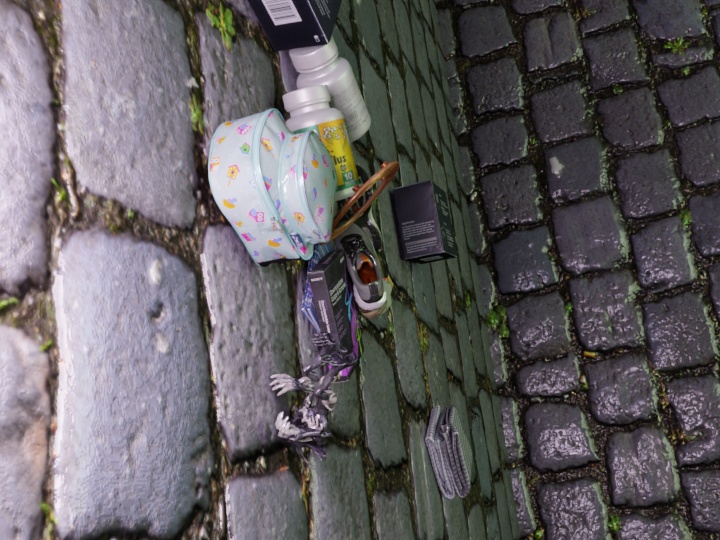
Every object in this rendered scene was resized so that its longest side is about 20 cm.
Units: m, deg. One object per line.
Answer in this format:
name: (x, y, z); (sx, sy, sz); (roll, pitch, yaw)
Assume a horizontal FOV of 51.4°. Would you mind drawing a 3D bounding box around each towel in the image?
towel: (-0.068, 0.034, 1.358); (0.145, 0.024, 0.201); (65, 23, -46)
towel: (0.241, 0.472, 1.969); (0.166, 0.085, 0.201); (-57, 133, -68)

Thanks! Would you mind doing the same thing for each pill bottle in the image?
pill bottle: (-0.062, -0.356, 1.473); (0.115, 0.114, 0.201); (-83, 155, -48)
pill bottle: (-0.074, -0.223, 1.343); (0.113, 0.112, 0.201); (-41, 119, -71)

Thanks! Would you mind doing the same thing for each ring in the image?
ring: (-0.005, -0.123, 1.333); (0.019, 0.200, 0.200); (45, 16, 6)

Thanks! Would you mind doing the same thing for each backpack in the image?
backpack: (-0.122, -0.124, 1.060); (0.200, 0.152, 0.177); (51, 36, -44)

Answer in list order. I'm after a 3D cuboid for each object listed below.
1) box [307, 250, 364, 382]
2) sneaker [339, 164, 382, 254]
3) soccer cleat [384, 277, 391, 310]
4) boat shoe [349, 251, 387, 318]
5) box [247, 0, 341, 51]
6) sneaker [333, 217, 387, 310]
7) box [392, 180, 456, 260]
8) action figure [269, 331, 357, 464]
box: (-0.040, 0.077, 1.329); (0.143, 0.036, 0.201); (-54, 132, -70)
sneaker: (-0.002, -0.129, 1.626); (0.089, 0.076, 0.201); (-87, 168, -78)
soccer cleat: (0.033, 0.057, 1.599); (0.200, 0.069, 0.078); (0, 83, -76)
boat shoe: (0.000, 0.001, 1.482); (0.068, 0.072, 0.201); (44, 23, -43)
box: (-0.121, -0.539, 1.340); (0.197, 0.117, 0.201); (58, 38, -50)
sneaker: (0.001, -0.025, 1.402); (0.080, 0.074, 0.201); (86, -17, -56)
box: (0.183, -0.131, 2.104); (0.197, 0.117, 0.201); (12, 68, -72)
action figure: (-0.080, 0.188, 1.069); (0.201, 0.101, 0.119); (-68, -151, 22)
